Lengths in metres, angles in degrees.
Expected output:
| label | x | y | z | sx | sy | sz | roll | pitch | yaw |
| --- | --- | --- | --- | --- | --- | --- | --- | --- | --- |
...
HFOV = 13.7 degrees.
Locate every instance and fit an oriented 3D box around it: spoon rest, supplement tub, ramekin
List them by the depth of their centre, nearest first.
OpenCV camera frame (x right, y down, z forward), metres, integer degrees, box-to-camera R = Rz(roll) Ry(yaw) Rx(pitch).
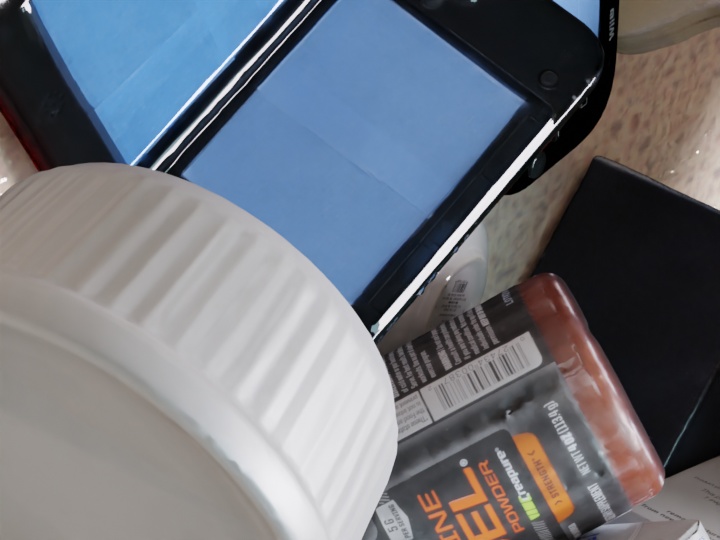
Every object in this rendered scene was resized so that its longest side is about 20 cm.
| label | x | y | z | sx | sy | sz | roll | pitch | yaw |
| --- | --- | --- | --- | --- | --- | --- | --- | --- | --- |
| ramekin | -0.078 | 0.049 | 1.069 | 0.094 | 0.202 | 0.202 | -54 | 146 | -31 |
| supplement tub | 0.018 | 0.090 | 1.240 | 0.200 | 0.107 | 0.107 | -29 | 141 | 3 |
| spoon rest | 0.000 | 0.000 | 1.261 | 0.099 | 0.061 | 0.200 | -65 | 158 | 5 |

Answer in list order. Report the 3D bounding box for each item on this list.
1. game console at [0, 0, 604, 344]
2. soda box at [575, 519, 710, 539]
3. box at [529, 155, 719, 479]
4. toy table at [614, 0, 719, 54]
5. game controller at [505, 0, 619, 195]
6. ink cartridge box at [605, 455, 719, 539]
| label | x | y | z | sx | sy | sz | roll | pitch | yaw |
| --- | --- | --- | --- | --- | --- | --- | --- | --- | --- |
| game console | -0.021 | -0.082 | 1.122 | 0.200 | 0.172 | 0.119 | -49 | 169 | -19 |
| soda box | 0.077 | 0.152 | 1.267 | 0.063 | 0.200 | 0.068 | -37 | 104 | -30 |
| box | 0.151 | 0.079 | 1.440 | 0.197 | 0.117 | 0.200 | 31 | 88 | -55 |
| toy table | 0.204 | -0.160 | 1.355 | 0.200 | 0.117 | 0.184 | -46 | 142 | -22 |
| game controller | 0.081 | -0.132 | 1.280 | 0.104 | 0.042 | 0.200 | -31 | 134 | -38 |
| ink cartridge box | 0.191 | 0.158 | 1.367 | 0.200 | 0.084 | 0.146 | -16 | 123 | -47 |
